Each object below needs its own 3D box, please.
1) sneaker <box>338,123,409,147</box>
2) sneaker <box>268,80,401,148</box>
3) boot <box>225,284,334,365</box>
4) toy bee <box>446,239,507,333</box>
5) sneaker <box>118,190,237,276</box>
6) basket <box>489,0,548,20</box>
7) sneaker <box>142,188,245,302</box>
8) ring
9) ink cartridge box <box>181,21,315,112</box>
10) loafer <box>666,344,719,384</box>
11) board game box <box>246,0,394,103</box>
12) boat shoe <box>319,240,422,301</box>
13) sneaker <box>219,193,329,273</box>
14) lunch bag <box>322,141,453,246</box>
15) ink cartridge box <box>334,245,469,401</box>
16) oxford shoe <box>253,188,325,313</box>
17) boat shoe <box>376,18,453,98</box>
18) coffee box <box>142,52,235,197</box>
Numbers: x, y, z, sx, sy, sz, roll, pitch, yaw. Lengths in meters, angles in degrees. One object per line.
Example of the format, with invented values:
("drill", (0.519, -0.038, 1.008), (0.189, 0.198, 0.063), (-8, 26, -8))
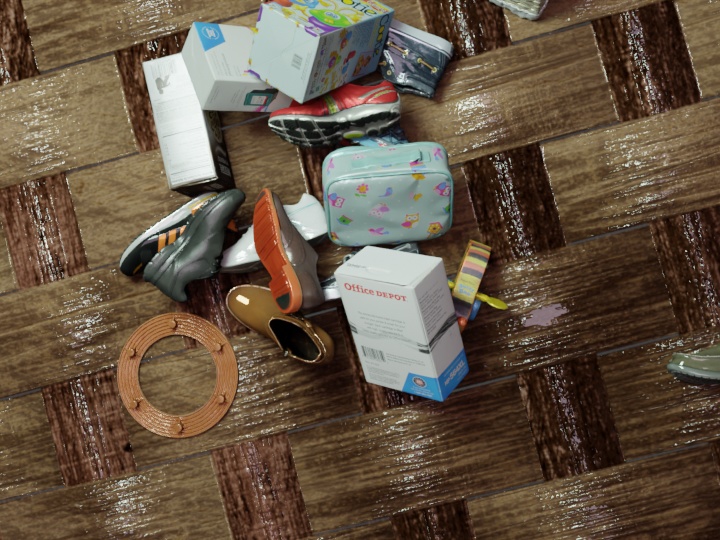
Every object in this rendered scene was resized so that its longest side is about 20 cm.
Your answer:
("sneaker", (0.030, -0.221, 1.355), (0.200, 0.079, 0.096), (26, 89, 5))
("sneaker", (-0.039, -0.240, 1.312), (0.199, 0.077, 0.085), (-7, 65, 2))
("boot", (-0.129, 0.083, 1.322), (0.200, 0.155, 0.077), (36, 92, 5))
("toy bee", (0.157, 0.052, 1.321), (0.130, 0.109, 0.201), (0, 89, 1))
("sneaker", (-0.286, -0.038, 1.382), (0.200, 0.070, 0.090), (-37, 82, 1))
("basket", (0.228, -0.518, 1.305), (0.200, 0.161, 0.199), (26, 90, 4))
("sneaker", (-0.234, -0.037, 1.322), (0.091, 0.076, 0.200), (42, 96, -1))
("ring", (-0.295, 0.168, 1.404), (0.200, 0.019, 0.201), (0, 89, 5))
("ink cartridge box", (-0.152, -0.300, 1.311), (0.200, 0.067, 0.116), (-5, 60, -34))
("loafer", (0.557, 0.132, 1.306), (0.199, 0.075, 0.070), (1, 77, 1))
("board game box", (-0.055, -0.332, 1.259), (0.103, 0.200, 0.105), (33, 128, 17))
("boat shoe", (0.000, 0.000, 1.355), (0.199, 0.072, 0.068), (-16, 89, 2))
("sneaker", (-0.144, -0.054, 1.377), (0.200, 0.070, 0.080), (-23, 81, -3))
("lunch bag", (0.044, -0.117, 1.305), (0.199, 0.161, 0.077), (-6, 48, -1))
("ink cartridge box", (0.061, 0.075, 1.268), (0.146, 0.084, 0.200), (11, 127, 39))
("oxford shoe", (-0.109, -0.031, 1.314), (0.072, 0.071, 0.201), (-4, 69, -35))
("boat shoe", (0.038, -0.339, 1.360), (0.200, 0.071, 0.091), (21, 89, 4))
("coffee box", (-0.265, -0.223, 1.365), (0.080, 0.113, 0.201), (-13, 88, 5))
